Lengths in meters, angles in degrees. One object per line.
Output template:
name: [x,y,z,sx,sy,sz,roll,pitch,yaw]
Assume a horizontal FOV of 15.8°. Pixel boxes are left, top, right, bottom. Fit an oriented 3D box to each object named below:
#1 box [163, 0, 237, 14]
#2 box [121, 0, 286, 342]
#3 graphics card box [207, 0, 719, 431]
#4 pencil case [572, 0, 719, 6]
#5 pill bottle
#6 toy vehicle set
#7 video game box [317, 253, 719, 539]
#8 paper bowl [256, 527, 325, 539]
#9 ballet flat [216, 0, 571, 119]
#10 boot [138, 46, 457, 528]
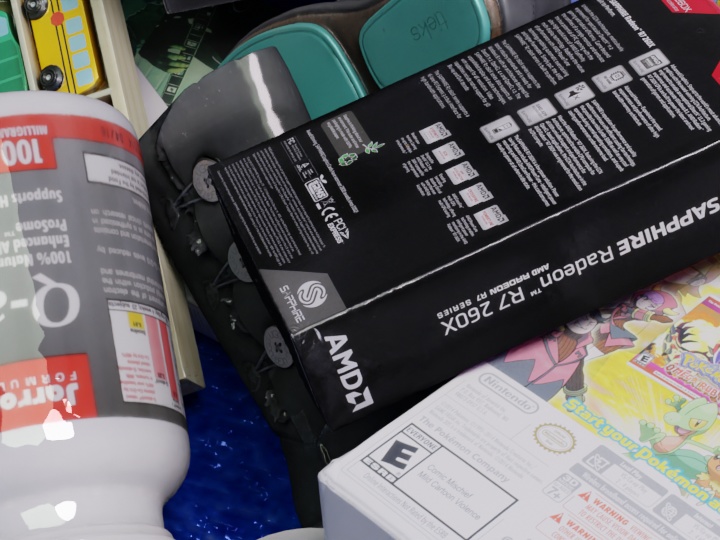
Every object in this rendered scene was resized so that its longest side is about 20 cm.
box: [0.011,-0.170,1.137,0.198,0.045,0.160,-10,20,5]
box: [-0.093,-0.065,1.161,0.199,0.036,0.145,26,71,20]
graphics card box: [0.054,-0.031,0.937,0.199,0.051,0.126,-24,36,-6]
pencil case: [0.078,-0.064,1.106,0.200,0.087,0.078,-49,41,-16]
pill bottle: [-0.129,0.041,1.019,0.115,0.116,0.201,-13,73,4]
toy vehicle set: [-0.148,-0.028,1.119,0.123,0.027,0.201,-18,73,13]
video game box: [0.117,0.084,0.871,0.182,0.047,0.200,-35,50,-26]
paper bowl: [-0.020,0.175,0.937,0.200,0.104,0.201,-33,30,22]
ballet flat: [0.015,-0.090,1.067,0.199,0.073,0.074,-19,49,52]
boot: [-0.001,0.000,1.031,0.164,0.065,0.201,-32,75,35]
